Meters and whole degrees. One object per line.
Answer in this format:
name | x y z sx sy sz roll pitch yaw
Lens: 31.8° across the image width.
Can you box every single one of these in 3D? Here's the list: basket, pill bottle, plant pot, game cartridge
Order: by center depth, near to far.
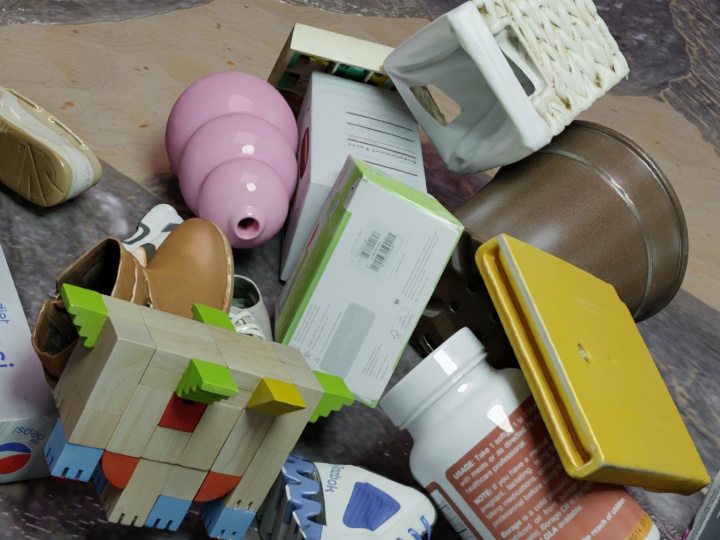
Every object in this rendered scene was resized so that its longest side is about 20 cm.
pill bottle | 0.107 0.143 0.889 0.201 0.112 0.112 51 41 7
game cartridge | 0.170 0.073 0.909 0.199 0.032 0.178 21 42 -54
plant pot | 0.150 -0.004 1.102 0.200 0.202 0.197 37 45 24
basket | 0.125 -0.179 1.115 0.123 0.200 0.136 -35 98 -14

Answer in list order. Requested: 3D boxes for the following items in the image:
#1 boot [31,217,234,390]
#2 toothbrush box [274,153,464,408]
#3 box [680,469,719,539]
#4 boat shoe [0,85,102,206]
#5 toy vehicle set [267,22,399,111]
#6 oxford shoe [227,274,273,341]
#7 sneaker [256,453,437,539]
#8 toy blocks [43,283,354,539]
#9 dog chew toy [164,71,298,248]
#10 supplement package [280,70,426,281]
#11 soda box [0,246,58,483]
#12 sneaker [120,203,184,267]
boot | -0.158 0.015 0.880 0.076 0.156 0.202 19 63 20
toothbrush box | 0.000 0.000 0.975 0.085 0.147 0.200 26 8 -6
box | 0.287 0.230 0.908 0.131 0.116 0.200 32 34 16
boat shoe | -0.312 -0.122 1.129 0.199 0.074 0.069 37 26 21
toy vehicle set | -0.025 -0.193 1.284 0.122 0.027 0.200 13 -9 -10
oxford shoe | -0.093 0.065 0.959 0.074 0.059 0.201 -4 29 -11
sneaker | 0.007 0.194 0.846 0.114 0.081 0.200 1 37 -22
toy blocks | -0.122 0.103 0.808 0.198 0.138 0.100 18 20 -34
dog chew toy | -0.111 -0.092 1.128 0.123 0.126 0.201 8 33 -17
supplement package | -0.009 -0.081 1.178 0.108 0.115 0.201 12 34 -11
soda box | -0.273 0.058 0.902 0.067 0.064 0.201 -5 42 -29
sneaker | -0.167 0.013 1.009 0.079 0.074 0.200 26 35 5
